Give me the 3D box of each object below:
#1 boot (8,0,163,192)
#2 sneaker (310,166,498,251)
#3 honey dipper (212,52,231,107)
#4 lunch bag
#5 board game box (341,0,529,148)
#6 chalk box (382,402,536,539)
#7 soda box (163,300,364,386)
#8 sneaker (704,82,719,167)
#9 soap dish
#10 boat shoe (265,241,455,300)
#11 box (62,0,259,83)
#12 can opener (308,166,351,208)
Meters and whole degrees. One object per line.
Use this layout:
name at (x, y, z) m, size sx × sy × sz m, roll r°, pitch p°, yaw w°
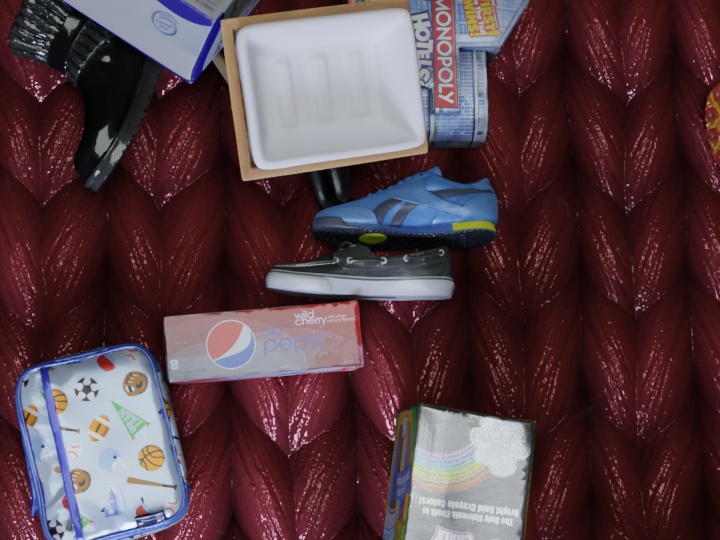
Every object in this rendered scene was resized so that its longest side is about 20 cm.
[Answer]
boot at (-0.292, -0.198, 1.536) m, size 0.158 × 0.079 × 0.212 m, roll 23°, pitch 68°, yaw -10°
sneaker at (0.045, -0.066, 1.572) m, size 0.200 × 0.066 × 0.079 m, roll -2°, pitch 72°, yaw -9°
honey dipper at (-0.151, -0.227, 1.586) m, size 0.038 × 0.038 × 0.200 m, roll -32°, pitch 82°, yaw -11°
lunch bag at (-0.258, 0.180, 1.487) m, size 0.160 × 0.076 × 0.200 m, roll -12°, pitch 82°, yaw -7°
board game box at (0.083, -0.234, 1.601) m, size 0.199 × 0.062 × 0.201 m, roll -2°, pitch 81°, yaw -7°
chalk box at (0.093, 0.242, 1.497) m, size 0.124 × 0.124 × 0.201 m, roll 10°, pitch 81°, yaw -7°
soda box at (-0.099, 0.074, 1.528) m, size 0.199 × 0.063 × 0.070 m, roll -4°, pitch 82°, yaw -8°
sneaker at (0.443, -0.120, 1.635) m, size 0.077 × 0.073 × 0.200 m, roll -30°, pitch 90°, yaw -33°
soap dish at (-0.039, -0.181, 1.496) m, size 0.200 × 0.081 × 0.158 m, roll -10°, pitch 97°, yaw -19°
boat shoe at (0.000, 0.000, 1.553) m, size 0.199 × 0.069 × 0.057 m, roll 2°, pitch 83°, yaw -14°
box at (-0.189, -0.325, 1.524) m, size 0.184 × 0.105 × 0.200 m, roll 33°, pitch 53°, yaw -1°
can opener at (-0.050, -0.164, 1.577) m, size 0.078 × 0.063 × 0.201 m, roll -13°, pitch 93°, yaw -36°
